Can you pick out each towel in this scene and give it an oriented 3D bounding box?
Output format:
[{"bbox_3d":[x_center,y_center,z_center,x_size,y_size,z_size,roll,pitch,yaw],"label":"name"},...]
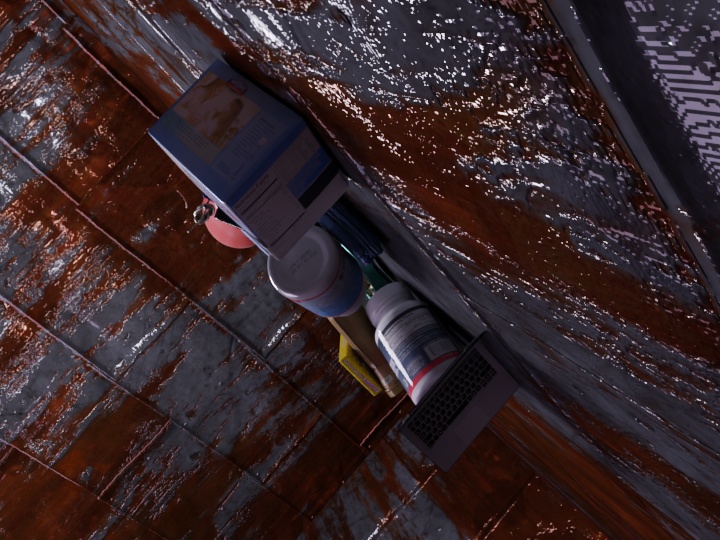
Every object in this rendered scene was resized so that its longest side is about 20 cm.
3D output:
[{"bbox_3d":[-0.047,-0.090,1.044,0.200,0.049,0.112,43,180,-4],"label":"towel"}]

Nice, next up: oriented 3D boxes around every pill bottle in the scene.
[{"bbox_3d":[0.094,0.123,1.221,0.201,0.119,0.120,55,-177,33],"label":"pill bottle"},{"bbox_3d":[-0.056,0.010,1.073,0.108,0.109,0.200,41,180,23],"label":"pill bottle"}]

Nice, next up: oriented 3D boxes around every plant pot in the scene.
[{"bbox_3d":[-0.292,-0.170,1.718,0.200,0.201,0.177,43,167,-2],"label":"plant pot"}]

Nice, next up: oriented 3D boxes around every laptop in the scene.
[{"bbox_3d":[0.153,0.204,1.051,0.200,0.188,0.116,45,175,-24],"label":"laptop"}]

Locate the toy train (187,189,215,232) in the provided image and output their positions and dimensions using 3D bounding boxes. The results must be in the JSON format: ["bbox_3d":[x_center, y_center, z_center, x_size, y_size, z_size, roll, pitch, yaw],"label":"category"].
[{"bbox_3d":[-0.289,-0.181,1.358,0.084,0.199,0.117,27,-154,-54],"label":"toy train"}]

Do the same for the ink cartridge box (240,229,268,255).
[{"bbox_3d":[-0.202,-0.130,1.490,0.200,0.137,0.076,46,172,-34],"label":"ink cartridge box"}]

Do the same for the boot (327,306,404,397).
[{"bbox_3d":[0.027,0.118,1.325,0.201,0.066,0.175,52,-163,-5],"label":"boot"}]

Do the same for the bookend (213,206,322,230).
[{"bbox_3d":[-0.130,-0.088,1.311,0.196,0.094,0.199,21,178,36],"label":"bookend"}]

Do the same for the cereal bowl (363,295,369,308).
[{"bbox_3d":[0.057,0.085,1.505,0.200,0.083,0.200,43,175,5],"label":"cereal bowl"}]

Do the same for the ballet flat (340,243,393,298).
[{"bbox_3d":[0.000,0.000,1.309,0.067,0.071,0.200,40,174,38],"label":"ballet flat"}]

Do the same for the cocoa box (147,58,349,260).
[{"bbox_3d":[-0.137,-0.137,0.857,0.199,0.134,0.131,40,174,37],"label":"cocoa box"}]

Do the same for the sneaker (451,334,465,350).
[{"bbox_3d":[0.141,0.141,1.307,0.199,0.078,0.082,41,174,27],"label":"sneaker"}]

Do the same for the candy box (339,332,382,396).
[{"bbox_3d":[0.002,0.144,1.361,0.102,0.026,0.201,44,-160,-20],"label":"candy box"}]
